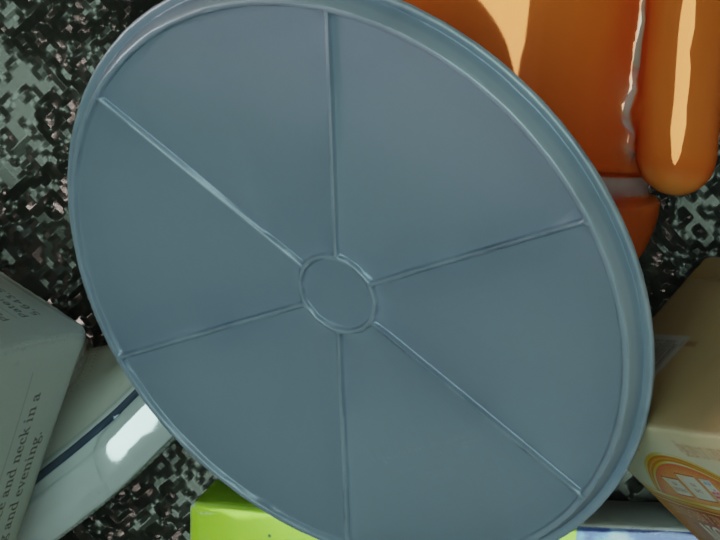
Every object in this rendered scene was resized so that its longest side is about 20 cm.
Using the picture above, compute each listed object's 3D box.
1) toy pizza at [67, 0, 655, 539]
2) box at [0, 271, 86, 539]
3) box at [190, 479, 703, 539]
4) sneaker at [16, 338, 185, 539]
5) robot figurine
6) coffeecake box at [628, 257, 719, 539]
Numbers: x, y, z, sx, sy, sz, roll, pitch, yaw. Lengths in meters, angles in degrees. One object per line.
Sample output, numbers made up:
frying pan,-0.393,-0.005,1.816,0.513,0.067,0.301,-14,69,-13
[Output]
toy pizza,0.000,0.000,0.852,0.199,0.032,0.201,17,126,24
box,-0.223,0.067,0.907,0.199,0.130,0.200,31,112,25
box,0.043,0.137,0.951,0.199,0.048,0.123,2,98,10
sneaker,-0.115,0.055,0.959,0.200,0.073,0.071,-38,91,12
robot figurine,0.045,-0.073,0.898,0.143,0.117,0.201,9,98,6
coffeecake box,0.174,0.088,0.845,0.200,0.153,0.073,44,81,-8
